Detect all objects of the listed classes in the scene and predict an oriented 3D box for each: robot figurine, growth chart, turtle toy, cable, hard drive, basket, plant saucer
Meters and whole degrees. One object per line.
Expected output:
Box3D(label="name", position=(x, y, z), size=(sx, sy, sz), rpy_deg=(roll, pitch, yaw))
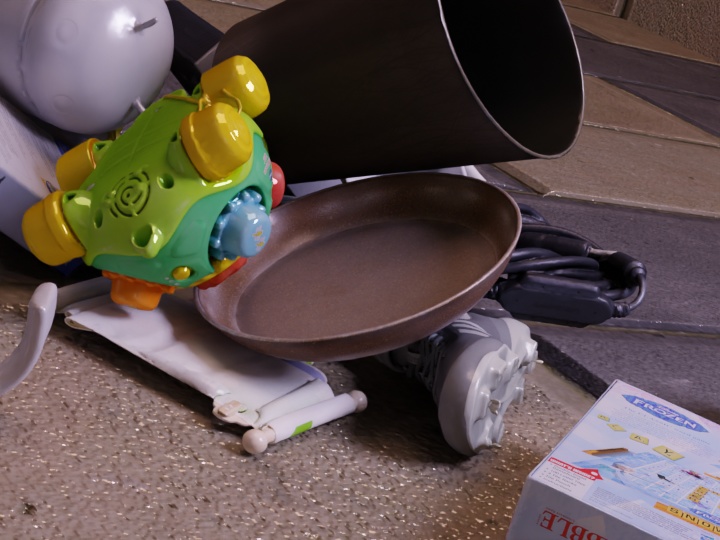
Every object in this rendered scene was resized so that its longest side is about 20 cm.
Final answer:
Box3D(label="robot figurine", position=(-0.202, -0.158, 1.124), size=(0.199, 0.171, 0.113), rpy_deg=(26, 45, 34))
Box3D(label="growth chart", position=(-0.091, 0.045, 0.991), size=(0.199, 0.018, 0.144), rpy_deg=(27, 18, 29))
Box3D(label="turtle toy", position=(-0.102, -0.049, 1.011), size=(0.101, 0.145, 0.200), rpy_deg=(57, 19, -19))
Box3D(label="cable", position=(0.087, -0.017, 1.144), size=(0.198, 0.051, 0.163), rpy_deg=(7, 20, -8))
Box3D(label="hard drive", position=(-0.081, -0.110, 1.270), size=(0.200, 0.042, 0.135), rpy_deg=(53, -8, -37))
Box3D(label="basket", position=(0.014, -0.127, 1.094), size=(0.199, 0.137, 0.180), rpy_deg=(-10, -32, 34))
Box3D(label="plant saucer", position=(0.000, 0.000, 1.014), size=(0.198, 0.032, 0.201), rpy_deg=(-11, 27, 6))

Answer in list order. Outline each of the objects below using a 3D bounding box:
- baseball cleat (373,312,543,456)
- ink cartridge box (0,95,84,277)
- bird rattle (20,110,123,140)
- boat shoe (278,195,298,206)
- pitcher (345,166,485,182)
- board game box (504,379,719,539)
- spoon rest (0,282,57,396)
Box3D(label="baseball cleat", position=(0.048, 0.061, 1.024), size=(0.105, 0.070, 0.200), rpy_deg=(15, 5, 12))
Box3D(label="ink cartridge box", position=(-0.226, -0.072, 1.044), size=(0.200, 0.042, 0.120), rpy_deg=(38, 14, -47))
Box3D(label="bird rattle", position=(-0.255, -0.128, 1.247), size=(0.198, 0.113, 0.163), rpy_deg=(17, 34, 5))
Box3D(label="boat shoe", position=(-0.077, -0.039, 1.179), size=(0.199, 0.072, 0.070), rpy_deg=(14, 17, -15))
Box3D(label="pitcher", position=(0.057, -0.112, 1.518), size=(0.171, 0.121, 0.201), rpy_deg=(34, 22, -19))
Box3D(label="board game box", position=(0.195, 0.136, 0.888), size=(0.199, 0.041, 0.199), rpy_deg=(24, 18, 16))
Box3D(label="spoon rest", position=(-0.247, 0.033, 0.822), size=(0.198, 0.061, 0.099), rpy_deg=(3, 16, -2))
